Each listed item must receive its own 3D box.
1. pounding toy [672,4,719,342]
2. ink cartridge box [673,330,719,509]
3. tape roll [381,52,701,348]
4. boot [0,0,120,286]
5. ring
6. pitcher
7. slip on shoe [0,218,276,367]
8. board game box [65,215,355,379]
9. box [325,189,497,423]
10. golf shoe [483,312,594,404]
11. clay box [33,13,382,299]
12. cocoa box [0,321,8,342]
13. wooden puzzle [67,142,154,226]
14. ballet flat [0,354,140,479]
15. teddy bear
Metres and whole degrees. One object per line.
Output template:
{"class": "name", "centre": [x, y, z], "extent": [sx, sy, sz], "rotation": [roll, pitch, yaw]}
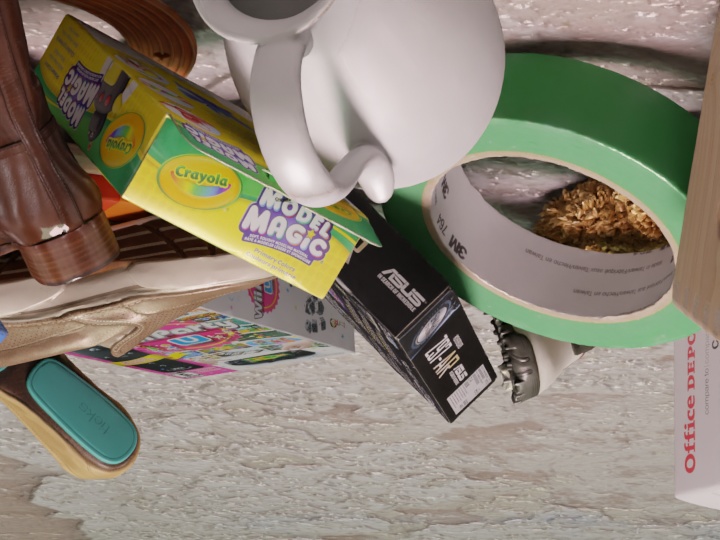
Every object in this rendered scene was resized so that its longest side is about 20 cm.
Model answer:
{"class": "pounding toy", "centre": [0.240, -0.058, 1.033], "extent": [0.183, 0.201, 0.142], "rotation": [6, -169, -10]}
{"class": "ink cartridge box", "centre": [0.302, 0.078, 1.496], "extent": [0.083, 0.146, 0.200], "rotation": [12, 161, -30]}
{"class": "tape roll", "centre": [0.111, -0.034, 1.207], "extent": [0.200, 0.048, 0.201], "rotation": [17, 148, 11]}
{"class": "boot", "centre": [-0.186, -0.100, 1.021], "extent": [0.064, 0.201, 0.186], "rotation": [-30, -160, -25]}
{"class": "ring", "centre": [-0.183, -0.124, 1.135], "extent": [0.200, 0.019, 0.201], "rotation": [3, 162, 1]}
{"class": "pitcher", "centre": [-0.007, -0.088, 0.963], "extent": [0.121, 0.172, 0.200], "rotation": [-9, 159, 17]}
{"class": "slip on shoe", "centre": [-0.133, 0.015, 1.234], "extent": [0.199, 0.061, 0.076], "rotation": [-10, -159, 7]}
{"class": "board game box", "centre": [-0.117, 0.020, 1.436], "extent": [0.147, 0.065, 0.200], "rotation": [-11, 163, 30]}
{"class": "box", "centre": [0.000, 0.000, 1.299], "extent": [0.044, 0.160, 0.200], "rotation": [-43, 159, -4]}
{"class": "golf shoe", "centre": [0.126, 0.024, 1.401], "extent": [0.088, 0.077, 0.200], "rotation": [-11, -166, 13]}
{"class": "clay box", "centre": [-0.076, -0.052, 1.035], "extent": [0.115, 0.048, 0.200], "rotation": [27, -171, -29]}
{"class": "cocoa box", "centre": [-0.312, 0.000, 1.199], "extent": [0.133, 0.200, 0.131], "rotation": [-46, 147, 11]}
{"class": "wooden puzzle", "centre": [-0.178, -0.039, 1.381], "extent": [0.199, 0.037, 0.185], "rotation": [12, 161, -27]}
{"class": "ballet flat", "centre": [-0.229, 0.064, 1.456], "extent": [0.200, 0.069, 0.063], "rotation": [50, 146, -7]}
{"class": "teddy bear", "centre": [0.172, -0.028, 1.310], "extent": [0.145, 0.067, 0.200], "rotation": [10, 163, -30]}
